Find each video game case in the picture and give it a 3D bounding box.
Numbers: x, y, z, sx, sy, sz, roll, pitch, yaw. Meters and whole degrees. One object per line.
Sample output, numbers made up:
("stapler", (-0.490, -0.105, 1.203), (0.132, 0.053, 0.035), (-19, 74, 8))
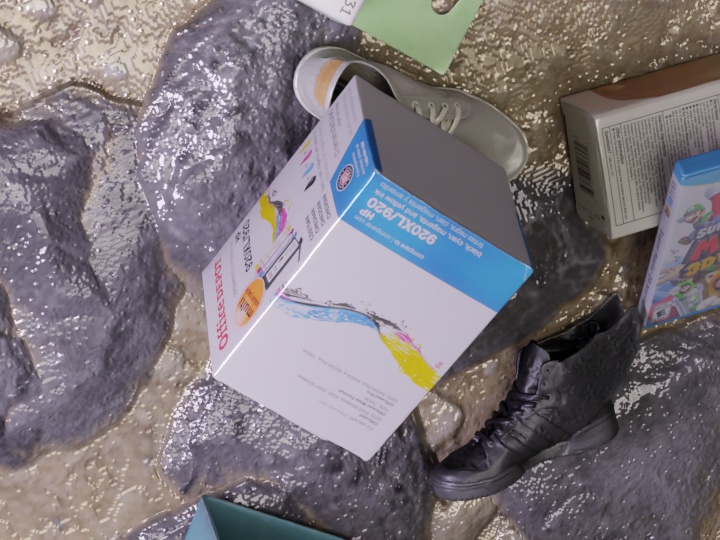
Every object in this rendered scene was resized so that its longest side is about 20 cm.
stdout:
("video game case", (0.295, -0.035, 1.593), (0.142, 0.018, 0.201), (-15, 146, -13))

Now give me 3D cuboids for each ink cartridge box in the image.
("ink cartridge box", (0.018, -0.244, 1.487), (0.199, 0.048, 0.146), (26, 96, -21))
("ink cartridge box", (0.000, 0.000, 1.469), (0.144, 0.148, 0.200), (30, 114, -23))

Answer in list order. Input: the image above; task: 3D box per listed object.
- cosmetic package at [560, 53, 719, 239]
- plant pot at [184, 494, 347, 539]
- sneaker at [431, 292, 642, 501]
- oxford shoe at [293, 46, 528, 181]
("cosmetic package", (0.264, -0.106, 1.594), (0.198, 0.071, 0.106), (-15, 111, -13))
("plant pot", (-0.090, 0.308, 1.570), (0.140, 0.141, 0.201), (21, 106, -22))
("sneaker", (0.137, 0.101, 1.625), (0.198, 0.060, 0.105), (-20, 113, -17))
("oxford shoe", (0.042, -0.109, 1.530), (0.199, 0.058, 0.076), (22, 96, -24))
